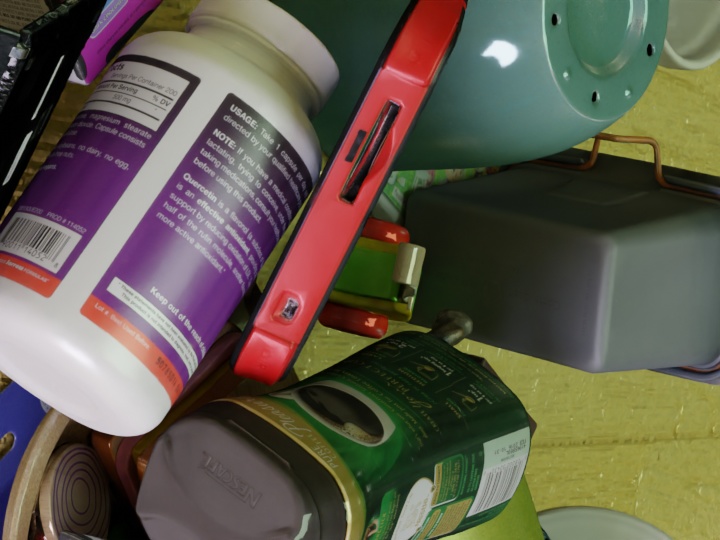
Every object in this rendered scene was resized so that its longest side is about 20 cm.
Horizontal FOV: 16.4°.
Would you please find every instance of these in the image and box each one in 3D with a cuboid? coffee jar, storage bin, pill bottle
[{"bbox_3d":[-0.012,0.097,1.202,0.200,0.104,0.086,-17,134,-51],"label":"coffee jar"},{"bbox_3d":[0.125,-0.009,1.490,0.134,0.199,0.146,-7,107,-49],"label":"storage bin"},{"bbox_3d":[-0.093,-0.030,1.161,0.200,0.112,0.113,-57,144,-18],"label":"pill bottle"}]

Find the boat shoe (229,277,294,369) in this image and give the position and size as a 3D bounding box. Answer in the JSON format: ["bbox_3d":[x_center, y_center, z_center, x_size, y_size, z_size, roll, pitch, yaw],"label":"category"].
[{"bbox_3d":[-0.089,0.025,1.313,0.076,0.072,0.200,-31,145,-7],"label":"boat shoe"}]

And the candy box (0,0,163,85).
[{"bbox_3d":[-0.141,-0.206,1.143,0.137,0.061,0.201,-53,142,-33],"label":"candy box"}]

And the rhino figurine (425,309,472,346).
[{"bbox_3d":[-0.020,0.098,1.363,0.060,0.200,0.087,54,18,-1],"label":"rhino figurine"}]

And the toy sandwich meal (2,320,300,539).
[{"bbox_3d":[-0.095,0.126,1.239,0.205,0.070,0.206,-20,114,-54],"label":"toy sandwich meal"}]

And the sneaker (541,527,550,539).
[{"bbox_3d":[0.101,0.178,1.503,0.073,0.082,0.200,-53,134,-29],"label":"sneaker"}]

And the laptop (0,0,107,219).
[{"bbox_3d":[-0.209,-0.054,1.064,0.178,0.103,0.200,-61,180,20],"label":"laptop"}]

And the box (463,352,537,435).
[{"bbox_3d":[0.031,0.156,1.536,0.100,0.075,0.201,49,57,-53],"label":"box"}]

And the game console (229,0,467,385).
[{"bbox_3d":[-0.004,-0.049,1.205,0.201,0.031,0.177,-62,-177,14],"label":"game console"}]

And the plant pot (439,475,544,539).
[{"bbox_3d":[0.040,0.217,1.382,0.187,0.186,0.201,-41,110,-46],"label":"plant pot"}]

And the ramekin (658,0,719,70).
[{"bbox_3d":[0.186,-0.236,1.631,0.200,0.105,0.201,-26,121,-53],"label":"ramekin"}]

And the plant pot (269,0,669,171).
[{"bbox_3d":[0.074,-0.149,1.392,0.200,0.160,0.202,-12,105,-49],"label":"plant pot"}]

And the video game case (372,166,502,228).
[{"bbox_3d":[0.061,-0.096,1.551,0.200,0.022,0.183,46,60,-54],"label":"video game case"}]

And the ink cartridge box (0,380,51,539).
[{"bbox_3d":[-0.159,0.159,1.253,0.200,0.040,0.201,-48,137,-41],"label":"ink cartridge box"}]

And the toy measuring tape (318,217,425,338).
[{"bbox_3d":[0.000,0.000,1.400,0.200,0.073,0.074,87,17,-85],"label":"toy measuring tape"}]

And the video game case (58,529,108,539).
[{"bbox_3d":[-0.097,0.238,1.201,0.180,0.025,0.201,19,87,-40],"label":"video game case"}]

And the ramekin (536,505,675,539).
[{"bbox_3d":[0.136,0.255,1.637,0.094,0.201,0.203,154,-47,-77],"label":"ramekin"}]
